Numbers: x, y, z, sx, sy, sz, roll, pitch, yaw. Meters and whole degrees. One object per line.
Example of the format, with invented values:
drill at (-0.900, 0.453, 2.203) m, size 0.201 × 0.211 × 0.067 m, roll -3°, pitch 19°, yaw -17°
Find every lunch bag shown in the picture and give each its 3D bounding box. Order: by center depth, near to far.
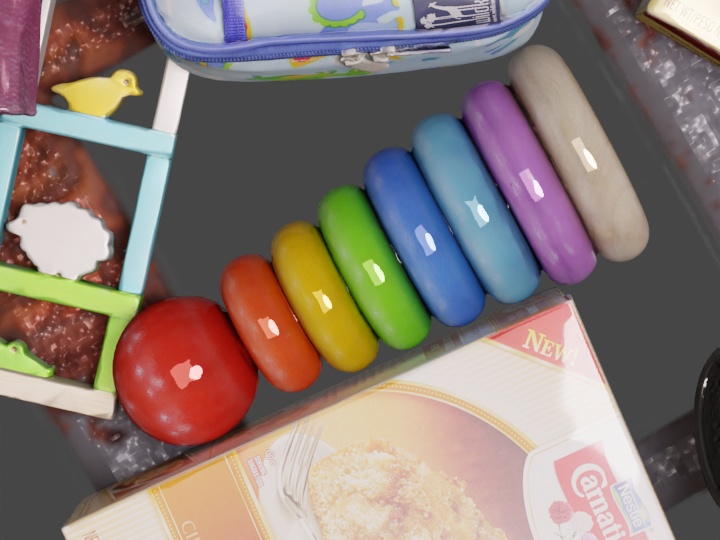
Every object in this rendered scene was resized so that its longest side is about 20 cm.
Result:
lunch bag at (-0.012, -0.168, 1.032) m, size 0.159 × 0.082 × 0.202 m, roll -3°, pitch 86°, yaw 0°

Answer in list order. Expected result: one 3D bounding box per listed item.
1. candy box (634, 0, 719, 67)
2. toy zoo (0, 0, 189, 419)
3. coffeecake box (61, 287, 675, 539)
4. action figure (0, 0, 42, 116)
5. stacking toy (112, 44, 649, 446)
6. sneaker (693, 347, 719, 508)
candy box at (0.199, -0.150, 1.055) m, size 0.115 × 0.055 × 0.201 m, roll 30°, pitch 93°, yaw -2°
toy zoo at (-0.132, -0.057, 1.076) m, size 0.130 × 0.020 × 0.201 m, roll 12°, pitch 93°, yaw -1°
coffeecake box at (0.015, 0.117, 1.063) m, size 0.199 × 0.073 × 0.154 m, roll -24°, pitch 94°, yaw 1°
action figure at (-0.130, -0.143, 0.999) m, size 0.133 × 0.149 × 0.201 m, roll 20°, pitch 88°, yaw -10°
stacking toy at (0.000, 0.000, 1.050) m, size 0.199 × 0.085 × 0.086 m, roll -28°, pitch 94°, yaw 2°
sneaker at (0.173, 0.118, 1.020) m, size 0.091 × 0.076 × 0.202 m, roll 11°, pitch 74°, yaw -32°
